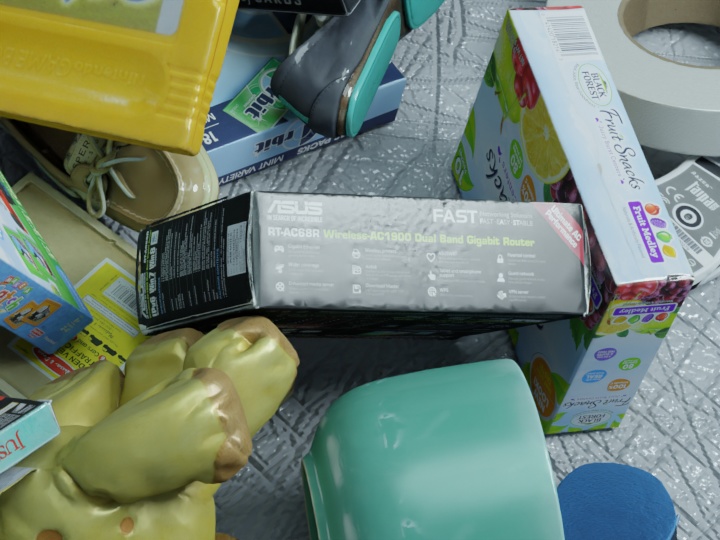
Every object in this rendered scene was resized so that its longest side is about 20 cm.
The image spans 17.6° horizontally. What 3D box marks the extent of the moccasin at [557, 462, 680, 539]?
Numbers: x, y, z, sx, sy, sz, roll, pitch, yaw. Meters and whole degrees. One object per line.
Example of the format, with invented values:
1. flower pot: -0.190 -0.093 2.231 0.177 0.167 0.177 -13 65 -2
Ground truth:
1. moccasin: 0.125 0.172 1.204 0.080 0.068 0.200 4 28 7

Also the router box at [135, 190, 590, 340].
1. router box: 0.000 0.000 1.234 0.200 0.150 0.062 2 82 -27

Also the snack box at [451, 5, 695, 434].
1. snack box: 0.115 -0.030 1.315 0.053 0.142 0.200 -5 54 -17

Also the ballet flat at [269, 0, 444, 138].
1. ballet flat: 0.005 -0.160 1.387 0.073 0.073 0.200 26 55 8

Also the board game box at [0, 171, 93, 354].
1. board game box: -0.220 -0.046 1.184 0.037 0.200 0.151 -36 69 4

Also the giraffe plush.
1. giraffe plush: -0.099 0.138 1.132 0.200 0.172 0.162 -40 109 -44

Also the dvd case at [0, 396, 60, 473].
1. dvd case: -0.250 0.102 1.124 0.146 0.200 0.022 -34 110 -32

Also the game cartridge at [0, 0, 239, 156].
1. game cartridge: -0.147 -0.176 1.281 0.176 0.032 0.200 12 83 18

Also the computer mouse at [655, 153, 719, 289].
1. computer mouse: 0.208 -0.035 1.407 0.200 0.044 0.110 -31 69 -36

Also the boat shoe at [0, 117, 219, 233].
1. boat shoe: -0.164 -0.081 1.325 0.200 0.073 0.063 36 16 29

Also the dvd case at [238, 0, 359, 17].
1. dvd case: -0.031 -0.225 1.413 0.150 0.025 0.200 7 45 29

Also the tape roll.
1. tape roll: 0.214 -0.144 1.461 0.203 0.037 0.203 1 38 -1

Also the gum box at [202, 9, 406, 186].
1. gum box: -0.098 -0.147 1.421 0.170 0.045 0.200 -22 61 -27

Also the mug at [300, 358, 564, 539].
1. mug: 0.035 0.141 1.160 0.114 0.152 0.185 -8 57 -5

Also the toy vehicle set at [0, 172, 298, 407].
1. toy vehicle set: -0.149 0.041 1.276 0.200 0.027 0.124 36 54 15
